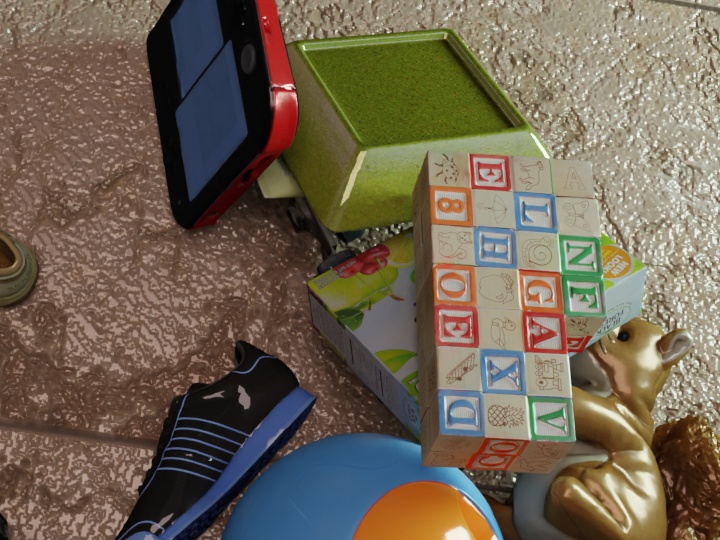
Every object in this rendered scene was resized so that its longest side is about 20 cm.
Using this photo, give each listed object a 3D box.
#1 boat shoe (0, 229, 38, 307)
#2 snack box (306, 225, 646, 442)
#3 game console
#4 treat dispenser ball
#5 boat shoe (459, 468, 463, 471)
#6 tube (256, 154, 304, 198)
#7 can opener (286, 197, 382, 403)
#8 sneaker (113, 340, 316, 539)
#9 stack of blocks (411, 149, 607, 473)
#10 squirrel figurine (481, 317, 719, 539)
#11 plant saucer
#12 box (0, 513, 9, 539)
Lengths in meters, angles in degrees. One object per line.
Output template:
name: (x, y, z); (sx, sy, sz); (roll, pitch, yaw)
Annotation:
boat shoe: (-0.331, -0.039, 1.009); (0.198, 0.063, 0.074); (21, 72, 0)
snack box: (0.082, 0.020, 0.974); (0.199, 0.053, 0.142); (-29, 50, -22)
game console: (-0.109, -0.140, 1.002); (0.031, 0.200, 0.179); (-6, 73, -31)
treat dispenser ball: (0.001, 0.210, 0.905); (0.198, 0.201, 0.203); (2, 73, -7)
boat shoe: (0.076, 0.061, 1.031); (0.071, 0.072, 0.202); (3, 51, 3)
tube: (0.006, -0.084, 1.045); (0.198, 0.058, 0.053); (-3, 95, -27)
can opener: (0.000, 0.000, 1.046); (0.066, 0.053, 0.201); (-26, 79, -13)
sneaker: (-0.121, 0.136, 0.981); (0.078, 0.070, 0.200); (40, 62, 11)
stack of blocks: (0.096, 0.025, 0.885); (0.114, 0.059, 0.202); (4, 62, -8)
squirrel figurine: (0.196, 0.133, 1.007); (0.199, 0.141, 0.188); (32, 61, -12)
plant saucer: (0.032, -0.120, 1.021); (0.198, 0.048, 0.201); (-9, 43, -23)
box: (-0.265, 0.232, 0.864); (0.085, 0.200, 0.166); (-9, 75, -11)
